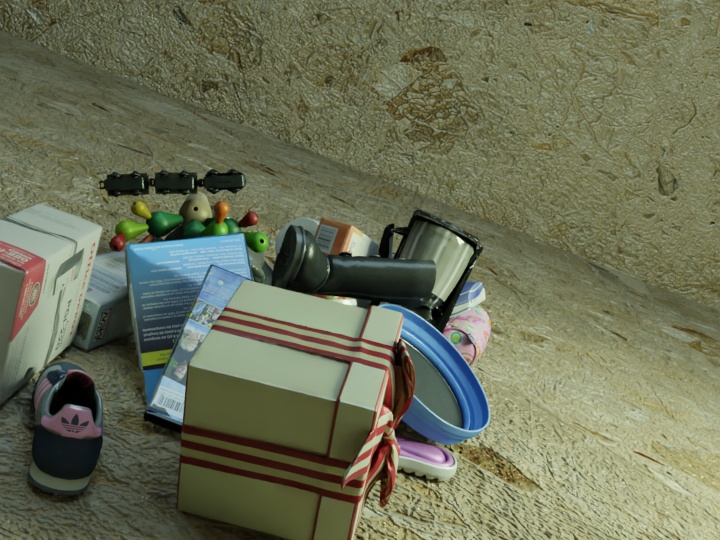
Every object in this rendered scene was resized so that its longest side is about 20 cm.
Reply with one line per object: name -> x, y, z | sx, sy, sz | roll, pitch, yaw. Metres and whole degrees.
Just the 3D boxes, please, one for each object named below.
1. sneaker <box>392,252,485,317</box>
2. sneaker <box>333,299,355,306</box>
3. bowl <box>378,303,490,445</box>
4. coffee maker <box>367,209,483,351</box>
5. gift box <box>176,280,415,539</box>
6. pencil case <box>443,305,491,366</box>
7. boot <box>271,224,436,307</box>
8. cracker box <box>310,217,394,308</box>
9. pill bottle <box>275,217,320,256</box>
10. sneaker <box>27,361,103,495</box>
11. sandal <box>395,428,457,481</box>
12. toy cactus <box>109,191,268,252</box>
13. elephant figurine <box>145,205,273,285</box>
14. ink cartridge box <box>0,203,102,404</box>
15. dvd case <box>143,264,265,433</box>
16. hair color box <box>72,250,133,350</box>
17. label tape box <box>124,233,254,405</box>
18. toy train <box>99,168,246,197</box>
sneaker -> 0.091, 0.023, 1.423 | 0.197, 0.117, 0.080 | -10, 7, 30
sneaker -> -0.094, 0.099, 1.103 | 0.197, 0.117, 0.080 | -7, -8, 31
bowl -> 0.077, 0.130, 1.104 | 0.200, 0.039, 0.201 | 36, 24, -19
coffee maker -> 0.093, 0.039, 1.291 | 0.134, 0.202, 0.192 | 23, -6, 31
gift box -> -0.053, 0.143, 0.796 | 0.184, 0.186, 0.201 | 12, 32, 4
pencil case -> 0.162, 0.108, 1.440 | 0.087, 0.088, 0.200 | 23, 14, 12
boot -> 0.000, 0.000, 1.088 | 0.197, 0.067, 0.165 | 9, -12, -11
cracker box -> -0.016, 0.019, 1.300 | 0.057, 0.135, 0.200 | 16, -8, 28
pill bottle -> -0.061, -0.012, 1.390 | 0.110, 0.112, 0.200 | 26, -7, 22
sneaker -> -0.261, 0.118, 0.811 | 0.069, 0.083, 0.200 | 13, 16, -25
sandal -> 0.021, 0.186, 1.022 | 0.200, 0.050, 0.083 | 18, 14, -14
toy cactus -> -0.224, -0.064, 1.173 | 0.197, 0.103, 0.166 | -6, 30, -5
elephant figurine -> -0.175, 0.007, 1.256 | 0.199, 0.142, 0.155 | 37, 60, 22
ink cartridge box -> -0.345, 0.028, 0.893 | 0.084, 0.147, 0.200 | 18, 15, -3
dvd case -> -0.131, 0.097, 0.960 | 0.141, 0.018, 0.202 | 21, 52, -5
hair color box -> -0.315, 0.031, 1.100 | 0.098, 0.061, 0.200 | 24, 14, 12
label tape box -> -0.188, 0.063, 1.020 | 0.141, 0.066, 0.202 | -6, 65, -18
toy train -> -0.251, -0.118, 1.191 | 0.197, 0.035, 0.046 | -1, 7, 3
